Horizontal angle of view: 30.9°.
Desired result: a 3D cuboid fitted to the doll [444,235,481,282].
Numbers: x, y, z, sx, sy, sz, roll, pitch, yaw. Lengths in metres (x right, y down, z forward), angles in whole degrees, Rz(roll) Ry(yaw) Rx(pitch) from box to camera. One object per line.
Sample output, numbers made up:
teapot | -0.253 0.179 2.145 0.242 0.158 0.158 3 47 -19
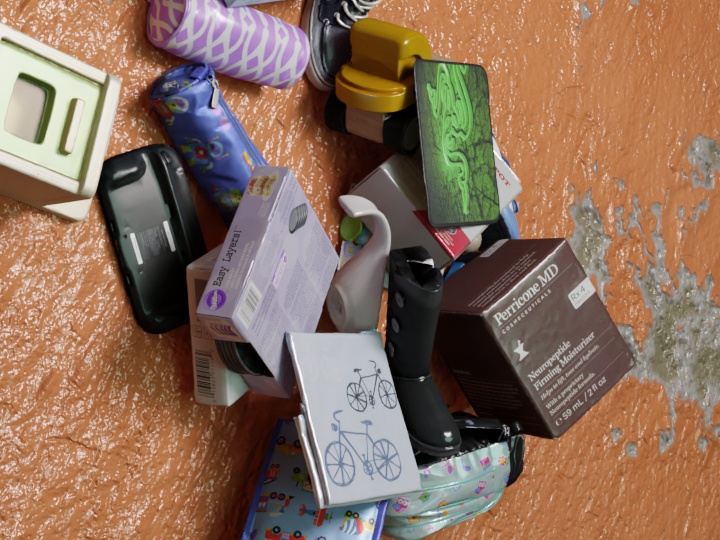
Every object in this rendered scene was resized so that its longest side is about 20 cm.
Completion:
doll | 0.154 0.038 1.770 0.136 0.048 0.201 -6 92 -40

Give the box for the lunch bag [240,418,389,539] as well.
lunch bag | -0.044 0.261 1.493 0.094 0.150 0.201 96 9 -63

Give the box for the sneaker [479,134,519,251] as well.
sneaker | 0.181 -0.108 1.791 0.082 0.074 0.201 -37 114 -42

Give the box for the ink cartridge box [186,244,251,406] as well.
ink cartridge box | -0.126 0.040 1.476 0.200 0.047 0.161 -41 133 -60

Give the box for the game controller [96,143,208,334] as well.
game controller | -0.220 -0.034 1.419 0.104 0.042 0.201 -21 102 -29

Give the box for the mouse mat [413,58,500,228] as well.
mouse mat | 0.119 -0.153 1.578 0.161 0.008 0.201 -7 91 -52

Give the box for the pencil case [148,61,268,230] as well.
pencil case | -0.156 -0.138 1.449 0.200 0.087 0.078 60 41 -25

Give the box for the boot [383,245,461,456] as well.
boot | 0.075 0.094 1.521 0.065 0.165 0.201 -11 128 -31

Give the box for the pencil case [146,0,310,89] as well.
pencil case | -0.150 -0.266 1.471 0.200 0.086 0.084 17 113 -43

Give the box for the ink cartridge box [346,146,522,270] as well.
ink cartridge box | 0.097 -0.098 1.652 0.146 0.083 0.200 50 44 -2

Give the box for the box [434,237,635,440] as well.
box | 0.211 0.085 1.680 0.166 0.164 0.200 -39 108 -22

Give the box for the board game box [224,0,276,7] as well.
board game box | -0.114 -0.404 1.487 0.199 0.043 0.201 -19 79 -46

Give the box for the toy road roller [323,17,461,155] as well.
toy road roller | 0.052 -0.244 1.599 0.200 0.123 0.146 -38 140 -43

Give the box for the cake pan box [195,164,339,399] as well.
cake pan box | -0.096 0.018 1.417 0.184 0.052 0.201 58 43 -53

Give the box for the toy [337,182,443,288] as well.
toy | 0.058 -0.032 1.680 0.200 0.047 0.116 18 76 -42

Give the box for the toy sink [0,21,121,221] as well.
toy sink | -0.312 -0.140 1.275 0.200 0.112 0.131 24 71 -41

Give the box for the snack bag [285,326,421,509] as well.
snack bag | -0.011 0.159 1.449 0.188 0.021 0.201 4 67 -54

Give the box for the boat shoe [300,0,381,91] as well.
boat shoe | -0.015 -0.323 1.594 0.074 0.093 0.201 11 80 -44

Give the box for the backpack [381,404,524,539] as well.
backpack | 0.091 0.251 1.625 0.199 0.167 0.127 -15 98 -36

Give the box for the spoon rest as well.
spoon rest | 0.000 0.000 1.549 0.060 0.099 0.201 -14 131 -24
